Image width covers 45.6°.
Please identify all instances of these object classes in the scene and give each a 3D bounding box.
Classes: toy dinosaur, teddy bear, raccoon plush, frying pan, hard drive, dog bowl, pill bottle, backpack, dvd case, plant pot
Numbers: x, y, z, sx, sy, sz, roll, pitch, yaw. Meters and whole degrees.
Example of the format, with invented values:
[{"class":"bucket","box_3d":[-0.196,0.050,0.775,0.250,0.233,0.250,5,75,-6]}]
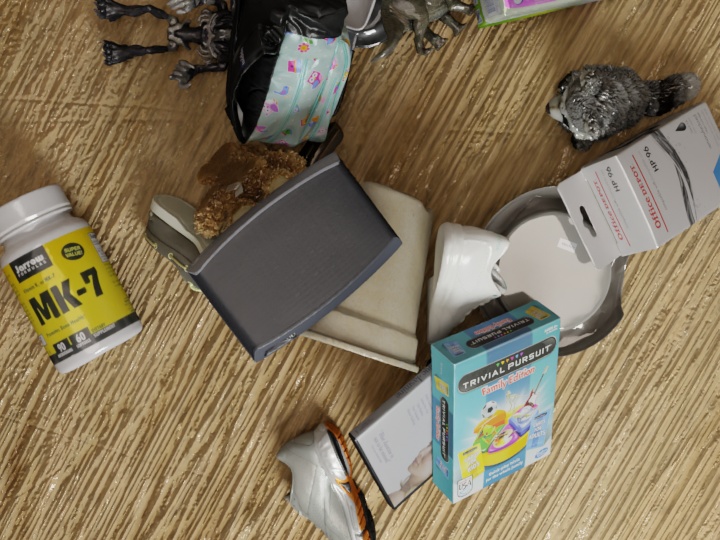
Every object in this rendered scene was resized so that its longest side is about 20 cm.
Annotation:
[{"class":"toy dinosaur","box_3d":[0.071,-0.311,1.002,0.200,0.077,0.102,-42,89,-6]},{"class":"teddy bear","box_3d":[-0.122,-0.086,0.979,0.067,0.199,0.146,45,73,-33]},{"class":"raccoon plush","box_3d":[0.306,-0.209,0.981,0.197,0.134,0.098,-25,94,3]},{"class":"frying pan","box_3d":[-0.021,-0.298,1.032,0.114,0.031,0.191,37,92,-1]},{"class":"hard drive","box_3d":[-0.065,-0.015,0.875,0.199,0.042,0.136,-38,92,-7]},{"class":"dog bowl","box_3d":[0.230,0.000,1.042,0.196,0.059,0.204,0,96,0]},{"class":"pill bottle","box_3d":[-0.355,0.009,1.023,0.113,0.114,0.202,-27,95,3]},{"class":"backpack","box_3d":[-0.082,-0.229,0.942,0.124,0.168,0.202,4,133,-19]},{"class":"dvd case","box_3d":[0.088,0.172,0.997,0.199,0.017,0.144,-38,130,-15]},{"class":"plant pot","box_3d":[0.000,0.000,0.992,0.197,0.200,0.186,18,85,-1]}]

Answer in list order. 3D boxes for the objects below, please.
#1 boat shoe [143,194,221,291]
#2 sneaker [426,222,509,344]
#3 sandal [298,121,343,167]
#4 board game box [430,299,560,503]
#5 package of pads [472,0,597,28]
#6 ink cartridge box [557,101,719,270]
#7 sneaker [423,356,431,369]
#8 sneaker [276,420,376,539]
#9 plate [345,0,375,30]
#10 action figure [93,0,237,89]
[{"class":"boat shoe","box_3d":[-0.185,-0.013,1.014,0.201,0.072,0.061,40,114,26]},{"class":"sneaker","box_3d":[0.122,0.025,0.983,0.087,0.201,0.076,2,56,-4]},{"class":"sandal","box_3d":[-0.075,-0.086,1.039,0.054,0.082,0.202,34,88,-25]},{"class":"board game box","box_3d":[0.155,0.153,0.988,0.149,0.047,0.203,-20,124,-25]},{"class":"package of pads","box_3d":[0.209,-0.375,0.970,0.197,0.068,0.157,-18,97,-20]},{"class":"ink cartridge box","box_3d":[0.335,-0.097,0.986,0.198,0.068,0.117,-30,95,-23]},{"class":"sneaker","box_3d":[0.107,0.153,1.058,0.200,0.066,0.091,-43,134,-13]},{"class":"sneaker","box_3d":[-0.043,0.296,1.076,0.091,0.076,0.203,-19,88,10]},{"class":"plate","box_3d":[-0.047,-0.402,1.001,0.197,0.032,0.203,22,94,12]},{"class":"action figure","box_3d":[-0.205,-0.273,0.998,0.196,0.102,0.121,1,109,1]}]
